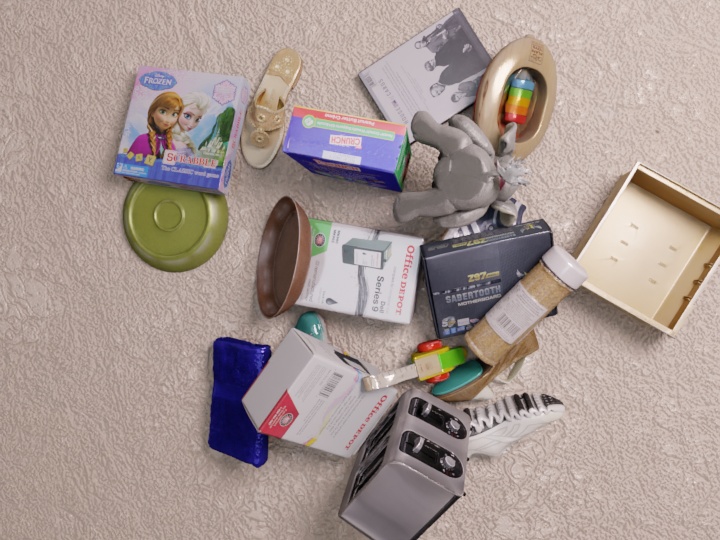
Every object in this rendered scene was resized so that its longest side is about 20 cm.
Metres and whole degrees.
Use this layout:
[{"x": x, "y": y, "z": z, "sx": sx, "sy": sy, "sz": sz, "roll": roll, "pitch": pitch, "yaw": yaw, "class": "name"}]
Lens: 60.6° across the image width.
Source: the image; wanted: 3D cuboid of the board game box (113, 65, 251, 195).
[{"x": -0.305, "y": -0.242, "z": 1.056, "sx": 0.199, "sy": 0.041, "sz": 0.200, "roll": 9, "pitch": 83, "yaw": 11, "class": "board game box"}]

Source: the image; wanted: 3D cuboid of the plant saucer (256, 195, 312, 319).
[{"x": -0.123, "y": -0.020, "z": 0.999, "sx": 0.034, "sy": 0.200, "sz": 0.201, "roll": 8, "pitch": 92, "yaw": -26, "class": "plant saucer"}]

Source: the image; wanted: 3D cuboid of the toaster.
[{"x": 0.068, "y": 0.303, "z": 0.930, "sx": 0.119, "sy": 0.181, "sz": 0.200, "roll": 33, "pitch": 118, "yaw": -2, "class": "toaster"}]

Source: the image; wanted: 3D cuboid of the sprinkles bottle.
[{"x": 0.246, "y": 0.054, "z": 0.928, "sx": 0.068, "sy": 0.068, "sz": 0.200, "roll": 43, "pitch": 110, "yaw": 5, "class": "sprinkles bottle"}]

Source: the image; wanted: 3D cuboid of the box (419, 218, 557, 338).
[{"x": 0.203, "y": 0.016, "z": 0.971, "sx": 0.199, "sy": 0.051, "sz": 0.158, "roll": -12, "pitch": 119, "yaw": 3, "class": "box"}]

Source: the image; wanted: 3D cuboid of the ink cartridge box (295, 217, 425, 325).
[{"x": 0.000, "y": 0.000, "z": 1.020, "sx": 0.199, "sy": 0.084, "sz": 0.146, "roll": 10, "pitch": 91, "yaw": 7, "class": "ink cartridge box"}]

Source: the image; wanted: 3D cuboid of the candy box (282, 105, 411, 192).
[{"x": -0.012, "y": -0.185, "z": 0.960, "sx": 0.169, "sy": 0.200, "sz": 0.077, "roll": 13, "pitch": 93, "yaw": 7, "class": "candy box"}]

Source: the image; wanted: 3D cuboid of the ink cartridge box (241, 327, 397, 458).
[{"x": -0.061, "y": 0.200, "z": 0.977, "sx": 0.146, "sy": 0.200, "sz": 0.083, "roll": -54, "pitch": 41, "yaw": 5, "class": "ink cartridge box"}]

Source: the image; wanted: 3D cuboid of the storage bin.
[{"x": 0.451, "y": -0.027, "z": 0.957, "sx": 0.198, "sy": 0.094, "sz": 0.200, "roll": 31, "pitch": 94, "yaw": 6, "class": "storage bin"}]

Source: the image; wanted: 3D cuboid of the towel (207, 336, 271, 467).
[{"x": -0.207, "y": 0.215, "z": 1.032, "sx": 0.147, "sy": 0.049, "sz": 0.201, "roll": 1, "pitch": 90, "yaw": 48, "class": "towel"}]

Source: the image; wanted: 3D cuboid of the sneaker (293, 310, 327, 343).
[{"x": -0.112, "y": 0.165, "z": 1.029, "sx": 0.071, "sy": 0.080, "sz": 0.201, "roll": 14, "pitch": 94, "yaw": 48, "class": "sneaker"}]

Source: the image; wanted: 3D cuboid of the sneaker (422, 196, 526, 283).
[{"x": 0.190, "y": -0.044, "z": 1.003, "sx": 0.108, "sy": 0.070, "sz": 0.200, "roll": 32, "pitch": 92, "yaw": 8, "class": "sneaker"}]

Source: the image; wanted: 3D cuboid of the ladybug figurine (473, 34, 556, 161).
[{"x": 0.239, "y": -0.269, "z": 0.978, "sx": 0.135, "sy": 0.072, "sz": 0.201, "roll": 10, "pitch": 103, "yaw": -23, "class": "ladybug figurine"}]

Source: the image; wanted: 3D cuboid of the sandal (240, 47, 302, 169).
[{"x": -0.160, "y": -0.281, "z": 1.043, "sx": 0.077, "sy": 0.070, "sz": 0.212, "roll": 21, "pitch": 94, "yaw": 7, "class": "sandal"}]

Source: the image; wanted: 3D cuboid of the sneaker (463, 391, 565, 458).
[{"x": 0.236, "y": 0.255, "z": 1.006, "sx": 0.199, "sy": 0.075, "sz": 0.081, "roll": -18, "pitch": 97, "yaw": 15, "class": "sneaker"}]

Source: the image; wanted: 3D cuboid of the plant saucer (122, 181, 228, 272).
[{"x": -0.333, "y": -0.096, "z": 1.089, "sx": 0.199, "sy": 0.031, "sz": 0.201, "roll": 0, "pitch": 91, "yaw": 7, "class": "plant saucer"}]

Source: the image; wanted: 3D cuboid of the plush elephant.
[{"x": 0.170, "y": -0.140, "z": 0.910, "sx": 0.199, "sy": 0.155, "sz": 0.165, "roll": 9, "pitch": 96, "yaw": 28, "class": "plush elephant"}]

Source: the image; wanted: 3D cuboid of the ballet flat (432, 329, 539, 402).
[{"x": 0.213, "y": 0.166, "z": 1.014, "sx": 0.200, "sy": 0.068, "sz": 0.072, "roll": -41, "pitch": 105, "yaw": 2, "class": "ballet flat"}]

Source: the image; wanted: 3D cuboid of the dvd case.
[{"x": 0.118, "y": -0.320, "z": 1.030, "sx": 0.200, "sy": 0.025, "sz": 0.151, "roll": -31, "pitch": 87, "yaw": 7, "class": "dvd case"}]

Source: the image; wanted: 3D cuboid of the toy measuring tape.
[{"x": 0.085, "y": 0.157, "z": 1.000, "sx": 0.199, "sy": 0.074, "sz": 0.074, "roll": -13, "pitch": 89, "yaw": -23, "class": "toy measuring tape"}]
